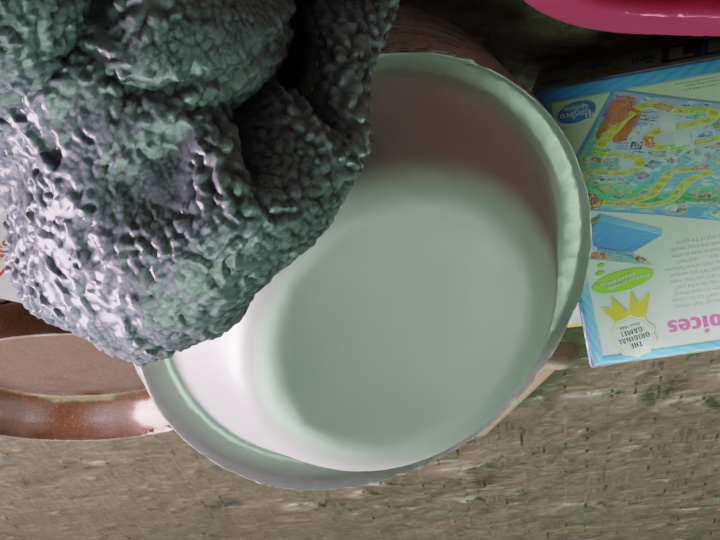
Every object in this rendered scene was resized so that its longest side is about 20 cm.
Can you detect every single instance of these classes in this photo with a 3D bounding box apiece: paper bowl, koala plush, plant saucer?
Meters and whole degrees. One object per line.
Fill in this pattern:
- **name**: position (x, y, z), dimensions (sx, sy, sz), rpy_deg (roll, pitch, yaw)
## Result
- **paper bowl**: position (0.000, 0.000, 0.776), dimensions (0.199, 0.104, 0.202), rpy_deg (-10, 121, -18)
- **koala plush**: position (-0.105, -0.087, 0.629), dimensions (0.176, 0.185, 0.200), rpy_deg (-17, 142, 31)
- **plant saucer**: position (-0.170, 0.058, 1.134), dimensions (0.198, 0.035, 0.201), rpy_deg (-3, 157, -1)

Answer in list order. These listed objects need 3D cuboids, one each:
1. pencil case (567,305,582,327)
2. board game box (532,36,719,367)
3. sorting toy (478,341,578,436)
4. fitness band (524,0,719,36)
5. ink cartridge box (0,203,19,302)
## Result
- **pencil case**: position (0.177, -0.029, 0.898), dimensions (0.198, 0.084, 0.091), rpy_deg (-11, 139, 19)
- **board game box**: position (0.185, -0.038, 0.826), dimensions (0.198, 0.136, 0.034), rpy_deg (-8, -160, 15)
- **sorting toy**: position (0.018, 0.066, 1.183), dimensions (0.183, 0.037, 0.200), rpy_deg (4, 162, -15)
- **fitness band**: position (0.149, -0.131, 0.703), dimensions (0.198, 0.038, 0.144), rpy_deg (1, 158, -7)
- **ink cartridge box**: position (-0.114, -0.034, 0.845), dimensions (0.199, 0.068, 0.116), rpy_deg (14, 146, -30)
